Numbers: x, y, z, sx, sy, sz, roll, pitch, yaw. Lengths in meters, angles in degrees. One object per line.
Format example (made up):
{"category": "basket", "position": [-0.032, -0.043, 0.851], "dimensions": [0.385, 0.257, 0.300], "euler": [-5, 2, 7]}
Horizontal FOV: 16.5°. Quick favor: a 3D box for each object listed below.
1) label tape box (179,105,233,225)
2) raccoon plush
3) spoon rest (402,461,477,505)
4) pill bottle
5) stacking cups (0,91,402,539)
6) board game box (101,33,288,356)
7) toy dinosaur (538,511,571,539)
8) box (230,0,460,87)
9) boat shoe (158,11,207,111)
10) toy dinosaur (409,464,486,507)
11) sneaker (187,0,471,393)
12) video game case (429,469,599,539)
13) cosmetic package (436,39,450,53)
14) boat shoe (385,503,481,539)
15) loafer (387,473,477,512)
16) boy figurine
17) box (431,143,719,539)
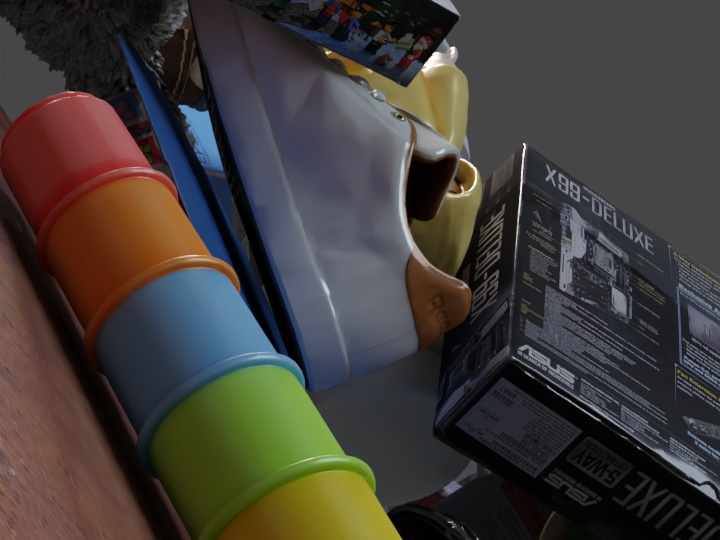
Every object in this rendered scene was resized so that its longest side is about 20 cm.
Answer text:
{"category": "label tape box", "position": [-0.064, -0.063, 1.266], "dimensions": [0.200, 0.066, 0.144], "euler": [15, 37, -50]}
{"category": "raccoon plush", "position": [-0.095, -0.095, 0.991], "dimensions": [0.200, 0.096, 0.134], "euler": [57, 10, -31]}
{"category": "spoon rest", "position": [0.063, 0.182, 1.206], "dimensions": [0.099, 0.060, 0.201], "euler": [51, 21, -64]}
{"category": "pill bottle", "position": [0.000, 0.000, 1.088], "dimensions": [0.111, 0.110, 0.201], "euler": [56, 21, -45]}
{"category": "stacking cups", "position": [-0.044, 0.027, 0.716], "dimensions": [0.200, 0.060, 0.061], "euler": [60, 3, 32]}
{"category": "board game box", "position": [-0.059, 0.015, 0.902], "dimensions": [0.158, 0.039, 0.200], "euler": [63, 3, -50]}
{"category": "toy dinosaur", "position": [0.084, 0.171, 0.970], "dimensions": [0.088, 0.047, 0.201], "euler": [40, 38, -62]}
{"category": "box", "position": [-0.053, -0.162, 0.966], "dimensions": [0.136, 0.038, 0.200], "euler": [24, 25, -36]}
{"category": "boat shoe", "position": [-0.111, -0.145, 1.153], "dimensions": [0.200, 0.072, 0.073], "euler": [54, -47, 49]}
{"category": "toy dinosaur", "position": [0.067, 0.128, 1.109], "dimensions": [0.181, 0.105, 0.200], "euler": [34, 41, -1]}
{"category": "sneaker", "position": [-0.012, -0.052, 0.951], "dimensions": [0.073, 0.084, 0.201], "euler": [84, -14, -66]}
{"category": "video game case", "position": [0.110, 0.166, 1.040], "dimensions": [0.200, 0.182, 0.023], "euler": [58, -36, 4]}
{"category": "cosmetic package", "position": [-0.079, -0.180, 1.393], "dimensions": [0.167, 0.167, 0.200], "euler": [59, 2, 35]}
{"category": "boat shoe", "position": [0.032, 0.141, 0.882], "dimensions": [0.065, 0.073, 0.200], "euler": [42, 4, -14]}
{"category": "loafer", "position": [0.044, 0.120, 1.347], "dimensions": [0.200, 0.072, 0.063], "euler": [56, -6, 26]}
{"category": "boy figurine", "position": [-0.008, -0.072, 1.032], "dimensions": [0.065, 0.124, 0.200], "euler": [114, -33, -40]}
{"category": "box", "position": [0.126, 0.055, 1.010], "dimensions": [0.200, 0.050, 0.158], "euler": [33, 31, -15]}
